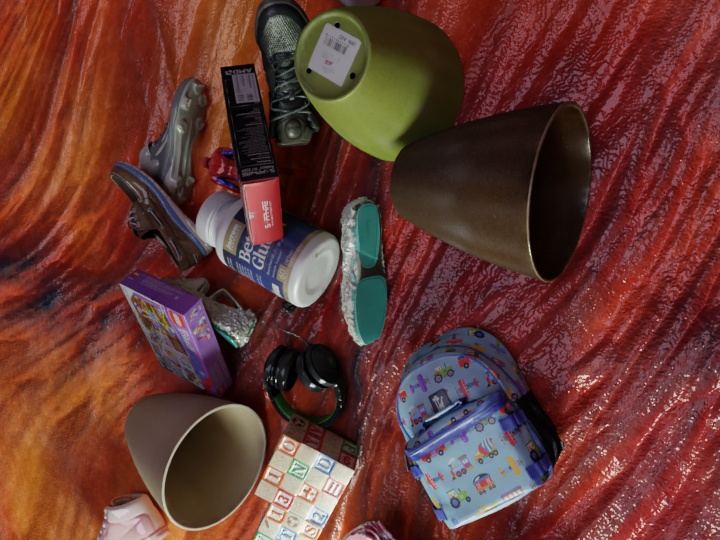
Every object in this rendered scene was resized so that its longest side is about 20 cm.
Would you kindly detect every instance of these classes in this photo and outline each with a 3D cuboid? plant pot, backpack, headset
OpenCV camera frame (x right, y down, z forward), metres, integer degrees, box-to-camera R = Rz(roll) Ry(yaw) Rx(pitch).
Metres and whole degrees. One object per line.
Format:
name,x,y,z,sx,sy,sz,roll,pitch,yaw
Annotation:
plant pot,0.140,-0.097,0.662,0.198,0.186,0.190,12,101,38
plant pot,0.009,-0.235,0.680,0.184,0.199,0.191,3,97,25
backpack,0.129,0.182,0.707,0.181,0.134,0.202,-32,79,24
headset,-0.084,0.138,0.850,0.122,0.094,0.203,-5,109,21
plant pot,-0.285,0.273,0.901,0.198,0.186,0.191,13,101,38

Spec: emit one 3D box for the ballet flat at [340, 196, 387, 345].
ballet flat,0.000,0.000,0.794,0.071,0.072,0.204,2,95,25

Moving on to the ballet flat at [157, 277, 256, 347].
ballet flat,-0.247,0.052,0.908,0.198,0.072,0.073,28,107,18

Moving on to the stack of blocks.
stack of blocks,-0.095,0.330,0.848,0.114,0.059,0.202,26,108,0

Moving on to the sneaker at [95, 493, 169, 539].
sneaker,-0.449,0.475,1.043,0.198,0.075,0.106,-30,87,17

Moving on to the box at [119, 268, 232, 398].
box,-0.281,0.101,0.882,0.135,0.039,0.202,21,139,25

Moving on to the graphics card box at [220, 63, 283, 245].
graphics card box,-0.142,-0.153,0.744,0.050,0.126,0.202,-11,60,-11

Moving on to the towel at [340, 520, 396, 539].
towel,0.054,0.445,0.789,0.200,0.030,0.147,48,145,14

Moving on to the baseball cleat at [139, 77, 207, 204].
baseball cleat,-0.306,-0.210,0.905,0.105,0.070,0.203,19,103,22

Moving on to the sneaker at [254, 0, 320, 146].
sneaker,-0.089,-0.238,0.727,0.075,0.200,0.116,-9,60,-9

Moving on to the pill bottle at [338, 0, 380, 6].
pill bottle,-0.049,-0.437,0.734,0.199,0.112,0.113,41,111,16

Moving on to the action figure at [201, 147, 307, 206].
action figure,-0.169,-0.146,0.859,0.198,0.051,0.066,19,98,27

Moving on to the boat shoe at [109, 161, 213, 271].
boat shoe,-0.325,-0.084,0.889,0.200,0.073,0.072,44,156,-3

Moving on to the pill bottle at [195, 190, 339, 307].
pill bottle,-0.138,-0.039,0.820,0.198,0.111,0.113,27,106,20
